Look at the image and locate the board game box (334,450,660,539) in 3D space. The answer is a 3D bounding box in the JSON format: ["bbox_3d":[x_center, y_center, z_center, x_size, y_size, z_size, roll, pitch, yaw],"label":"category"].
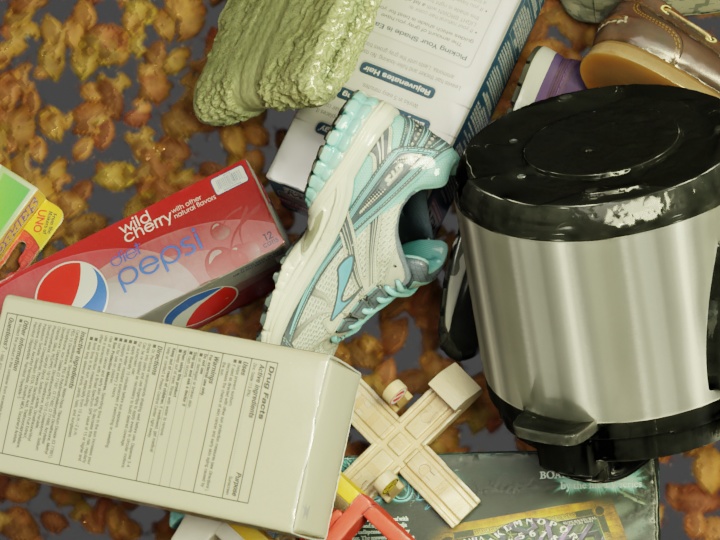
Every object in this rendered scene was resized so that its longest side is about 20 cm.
[{"bbox_3d":[0.075,0.172,1.584,0.199,0.028,0.136,-2,72,9],"label":"board game box"}]

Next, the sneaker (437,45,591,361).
[{"bbox_3d":[0.111,-0.033,1.622,0.087,0.076,0.200,20,77,8],"label":"sneaker"}]

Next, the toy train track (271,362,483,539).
[{"bbox_3d":[-0.010,0.128,1.580,0.200,0.033,0.115,-44,71,-4],"label":"toy train track"}]

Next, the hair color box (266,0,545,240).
[{"bbox_3d":[0.032,-0.117,1.665,0.100,0.061,0.200,22,77,15],"label":"hair color box"}]

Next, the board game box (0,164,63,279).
[{"bbox_3d":[-0.290,-0.051,1.713,0.200,0.030,0.096,32,80,14],"label":"board game box"}]

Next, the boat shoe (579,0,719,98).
[{"bbox_3d":[0.228,-0.094,1.612,0.200,0.070,0.070,36,55,-2],"label":"boat shoe"}]

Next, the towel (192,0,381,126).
[{"bbox_3d":[-0.025,-0.180,1.663,0.148,0.036,0.200,-6,57,54],"label":"towel"}]

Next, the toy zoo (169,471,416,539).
[{"bbox_3d":[-0.034,0.181,1.550,0.200,0.020,0.131,42,92,18],"label":"toy zoo"}]

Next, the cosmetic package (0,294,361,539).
[{"bbox_3d":[-0.110,0.083,1.540,0.200,0.071,0.105,12,84,17],"label":"cosmetic package"}]

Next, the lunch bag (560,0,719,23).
[{"bbox_3d":[0.204,-0.244,1.622,0.199,0.168,0.140,-4,72,7],"label":"lunch bag"}]

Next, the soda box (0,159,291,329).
[{"bbox_3d":[-0.139,0.012,1.646,0.200,0.070,0.064,-26,71,0],"label":"soda box"}]

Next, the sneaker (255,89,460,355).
[{"bbox_3d":[0.000,0.000,1.584,0.086,0.078,0.200,24,120,10],"label":"sneaker"}]

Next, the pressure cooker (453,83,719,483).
[{"bbox_3d":[0.149,0.014,1.529,0.175,0.179,0.200,-14,115,-8],"label":"pressure cooker"}]
